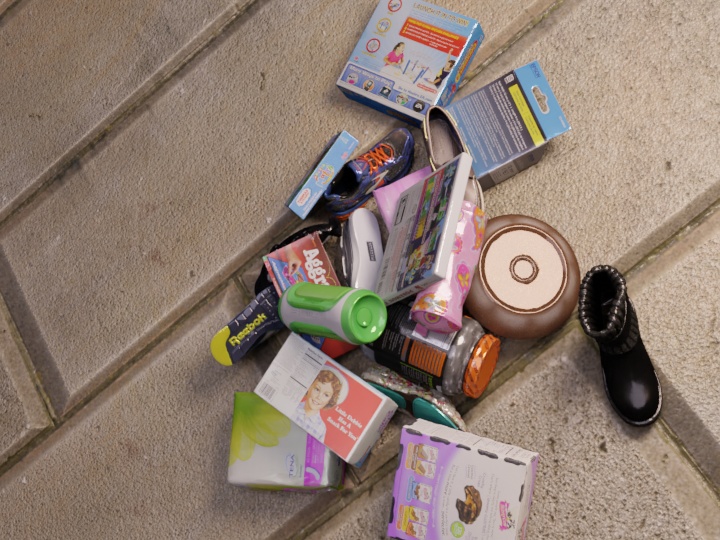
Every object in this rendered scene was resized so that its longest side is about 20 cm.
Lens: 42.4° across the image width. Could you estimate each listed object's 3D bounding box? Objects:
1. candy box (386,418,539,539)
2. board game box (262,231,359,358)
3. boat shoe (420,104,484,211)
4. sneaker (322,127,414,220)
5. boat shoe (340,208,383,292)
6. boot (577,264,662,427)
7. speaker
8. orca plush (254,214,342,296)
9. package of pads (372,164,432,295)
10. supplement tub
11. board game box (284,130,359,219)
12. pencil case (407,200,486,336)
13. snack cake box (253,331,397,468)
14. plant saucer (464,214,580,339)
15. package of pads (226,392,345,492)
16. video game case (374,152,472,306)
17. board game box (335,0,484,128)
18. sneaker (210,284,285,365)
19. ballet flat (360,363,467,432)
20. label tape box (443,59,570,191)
[{"bbox_3d":[0.150,0.330,1.367,0.196,0.071,0.172,12,98,24],"label":"candy box"},{"bbox_3d":[-0.077,0.049,1.540,0.101,0.019,0.203,-25,89,-4],"label":"board game box"},{"bbox_3d":[0.144,-0.166,1.470,0.070,0.060,0.204,-17,71,2],"label":"boat shoe"},{"bbox_3d":[0.014,-0.168,1.585,0.200,0.078,0.075,-45,65,5],"label":"sneaker"},{"bbox_3d":[0.000,0.000,1.552,0.068,0.071,0.204,-37,56,51],"label":"boat shoe"},{"bbox_3d":[0.367,0.110,1.320,0.078,0.158,0.215,-19,69,15],"label":"boot"},{"bbox_3d":[-0.046,0.064,1.428,0.198,0.087,0.090,5,75,54],"label":"speaker"},{"bbox_3d":[-0.117,-0.018,1.583,0.198,0.071,0.107,-29,69,21],"label":"orca plush"},{"bbox_3d":[0.109,-0.065,1.515,0.119,0.076,0.203,-25,68,5],"label":"package of pads"},{"bbox_3d":[0.109,0.114,1.441,0.197,0.122,0.124,22,84,22],"label":"supplement tub"},{"bbox_3d":[-0.069,-0.160,1.560,0.036,0.200,0.152,36,90,-8],"label":"board game box"},{"bbox_3d":[0.129,-0.004,1.378,0.086,0.088,0.204,7,66,23],"label":"pencil case"},{"bbox_3d":[-0.054,0.199,1.444,0.198,0.067,0.116,32,83,25],"label":"snack cake box"},{"bbox_3d":[0.246,0.003,1.424,0.196,0.037,0.205,1,72,-4],"label":"plant saucer"},{"bbox_3d":[-0.118,0.282,1.516,0.196,0.068,0.158,-2,73,21],"label":"package of pads"},{"bbox_3d":[0.090,-0.056,1.381,0.182,0.023,0.203,-29,40,57],"label":"video game case"},{"bbox_3d":[0.086,-0.368,1.626,0.198,0.056,0.198,27,86,26],"label":"board game box"},{"bbox_3d":[-0.168,0.082,1.583,0.198,0.082,0.075,-34,89,-1],"label":"sneaker"},{"bbox_3d":[0.091,0.197,1.460,0.197,0.076,0.064,27,52,21],"label":"ballet flat"},{"bbox_3d":[0.231,-0.232,1.525,0.197,0.066,0.145,-26,68,11],"label":"label tape box"}]
